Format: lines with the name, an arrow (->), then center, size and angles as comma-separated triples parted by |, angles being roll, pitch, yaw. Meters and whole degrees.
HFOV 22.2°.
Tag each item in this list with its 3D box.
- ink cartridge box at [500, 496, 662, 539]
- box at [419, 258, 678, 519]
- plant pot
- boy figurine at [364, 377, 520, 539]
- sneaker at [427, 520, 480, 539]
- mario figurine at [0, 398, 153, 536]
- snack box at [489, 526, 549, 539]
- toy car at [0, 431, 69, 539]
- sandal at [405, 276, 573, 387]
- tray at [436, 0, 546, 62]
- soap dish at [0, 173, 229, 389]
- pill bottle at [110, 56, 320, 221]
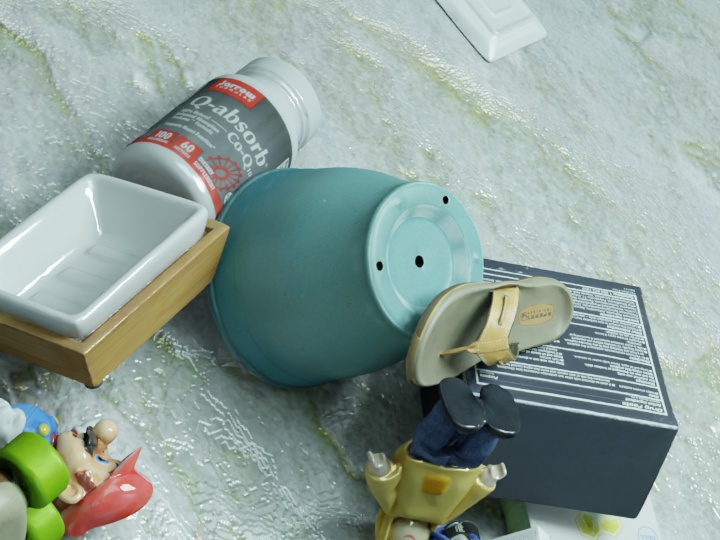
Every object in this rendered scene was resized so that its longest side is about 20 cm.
ink cartridge box -> 0.210, 0.265, 1.675 | 0.144, 0.048, 0.201 | 6, 54, -26
box -> 0.161, 0.104, 1.663 | 0.198, 0.124, 0.199 | 10, 36, -10
plant pot -> 0.000, 0.000, 1.601 | 0.199, 0.187, 0.202 | 5, 82, -41
boy figurine -> 0.056, 0.177, 1.548 | 0.123, 0.201, 0.065 | 12, 38, -23
sneaker -> 0.045, 0.254, 1.524 | 0.198, 0.081, 0.116 | 19, 91, -3
mario figurine -> -0.251, 0.126, 1.478 | 0.199, 0.106, 0.124 | 31, 41, -2
snack box -> 0.134, 0.322, 1.577 | 0.024, 0.071, 0.201 | 42, 37, -45
toy car -> -0.347, 0.166, 1.384 | 0.200, 0.158, 0.164 | 38, 55, 16
sandal -> 0.118, 0.050, 1.542 | 0.199, 0.081, 0.054 | -12, 23, -40
tray -> 0.120, -0.327, 2.051 | 0.107, 0.022, 0.201 | -27, 74, -40
soap dish -> -0.227, 0.007, 1.556 | 0.156, 0.082, 0.200 | 17, 41, 29
pill bottle -> -0.130, -0.111, 1.703 | 0.116, 0.116, 0.200 | 41, 49, 3
